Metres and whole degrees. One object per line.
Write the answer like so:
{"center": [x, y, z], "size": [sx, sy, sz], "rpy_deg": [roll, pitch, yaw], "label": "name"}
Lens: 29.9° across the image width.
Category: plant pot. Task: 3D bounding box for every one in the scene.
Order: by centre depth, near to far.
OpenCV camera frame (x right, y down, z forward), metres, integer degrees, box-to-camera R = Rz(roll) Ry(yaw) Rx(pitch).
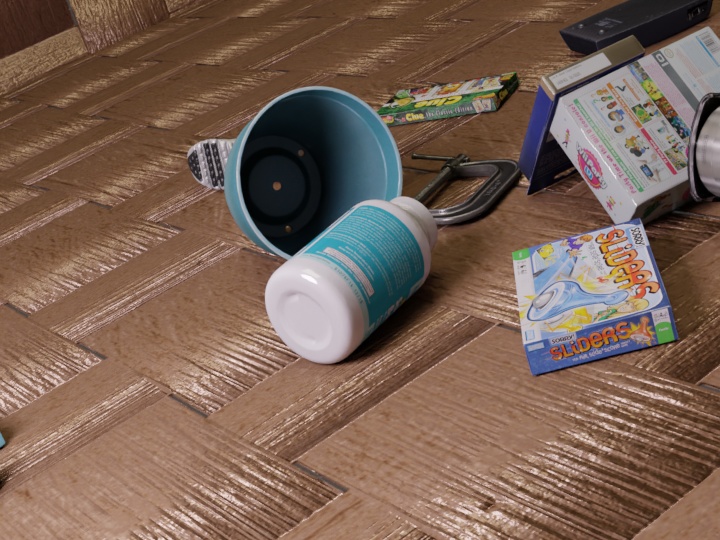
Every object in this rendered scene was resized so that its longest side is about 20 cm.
{"center": [-0.076, -0.103, 1.593], "size": [0.198, 0.202, 0.188], "rpy_deg": [-27, 8, -19], "label": "plant pot"}

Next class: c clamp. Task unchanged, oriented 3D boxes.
{"center": [0.107, -0.098, 1.640], "size": [0.169, 0.027, 0.200], "rpy_deg": [-1, 27, 26], "label": "c clamp"}

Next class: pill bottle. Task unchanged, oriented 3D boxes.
{"center": [0.000, 0.000, 1.378], "size": [0.110, 0.112, 0.200], "rpy_deg": [1, 30, 39], "label": "pill bottle"}

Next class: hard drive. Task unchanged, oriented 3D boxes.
{"center": [0.406, -0.364, 1.979], "size": [0.198, 0.043, 0.135], "rpy_deg": [-24, 23, -11], "label": "hard drive"}

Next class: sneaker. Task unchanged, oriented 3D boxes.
{"center": [-0.160, -0.162, 1.945], "size": [0.198, 0.076, 0.081], "rpy_deg": [-2, 13, 30], "label": "sneaker"}

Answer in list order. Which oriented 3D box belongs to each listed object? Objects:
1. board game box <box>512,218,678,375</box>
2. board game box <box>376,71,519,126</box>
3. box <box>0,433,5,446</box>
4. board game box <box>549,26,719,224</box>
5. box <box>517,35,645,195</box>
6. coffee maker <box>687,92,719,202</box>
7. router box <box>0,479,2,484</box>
{"center": [0.214, 0.021, 1.262], "size": [0.134, 0.035, 0.201], "rpy_deg": [-15, 23, 9], "label": "board game box"}
{"center": [0.124, -0.248, 1.967], "size": [0.198, 0.024, 0.105], "rpy_deg": [-5, 28, 30], "label": "board game box"}
{"center": [-0.470, 0.174, 1.431], "size": [0.198, 0.050, 0.082], "rpy_deg": [3, 31, 43], "label": "box"}
{"center": [0.323, -0.149, 1.419], "size": [0.198, 0.064, 0.148], "rpy_deg": [-25, 67, -16], "label": "board game box"}
{"center": [0.240, -0.168, 1.499], "size": [0.120, 0.201, 0.033], "rpy_deg": [-26, 64, -17], "label": "box"}
{"center": [0.439, -0.113, 1.261], "size": [0.191, 0.136, 0.199], "rpy_deg": [-29, 25, -25], "label": "coffee maker"}
{"center": [-0.464, 0.238, 1.277], "size": [0.197, 0.053, 0.158], "rpy_deg": [-11, 24, 19], "label": "router box"}
